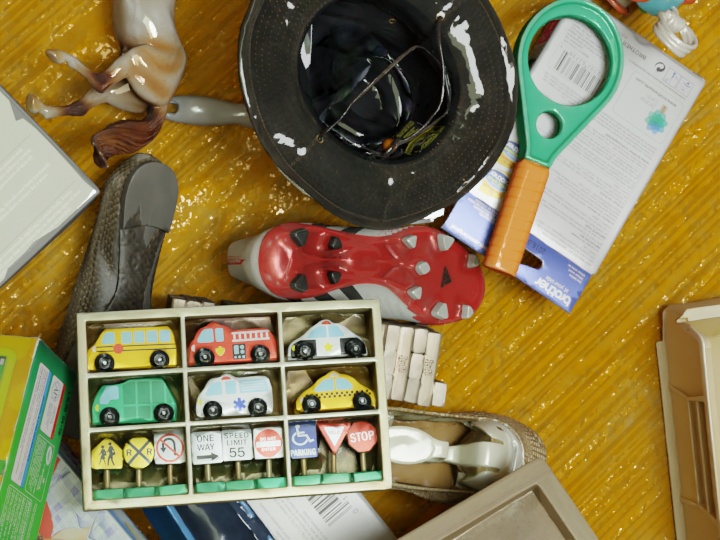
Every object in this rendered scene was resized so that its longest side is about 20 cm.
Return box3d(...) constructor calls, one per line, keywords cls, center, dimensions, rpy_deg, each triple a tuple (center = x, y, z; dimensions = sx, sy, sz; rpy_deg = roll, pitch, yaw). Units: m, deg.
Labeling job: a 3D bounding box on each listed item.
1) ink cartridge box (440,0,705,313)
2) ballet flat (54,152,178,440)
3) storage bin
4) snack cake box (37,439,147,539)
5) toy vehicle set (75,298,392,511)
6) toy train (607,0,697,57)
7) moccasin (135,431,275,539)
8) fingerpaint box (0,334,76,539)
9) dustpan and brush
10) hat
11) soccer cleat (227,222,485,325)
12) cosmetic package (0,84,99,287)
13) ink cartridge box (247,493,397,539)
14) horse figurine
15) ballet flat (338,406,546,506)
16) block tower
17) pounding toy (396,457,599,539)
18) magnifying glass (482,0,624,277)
box3d(cls="ink cartridge box", center=(0.149, -0.084, 1.167), dimensions=(0.119, 0.042, 0.201), rpy_deg=(32, 80, -12))
box3d(cls="ballet flat", center=(-0.174, 0.016, 1.110), dimensions=(0.067, 0.046, 0.201), rpy_deg=(9, 98, -44))
box3d(cls="storage bin", center=(0.334, 0.115, 1.196), dimensions=(0.199, 0.094, 0.200), rpy_deg=(-8, 95, -11))
box3d(cls="snack cake box", center=(-0.200, 0.201, 1.068), dimensions=(0.115, 0.067, 0.200), rpy_deg=(-41, 80, -5))
box3d(cls="toy vehicle set", center=(-0.082, 0.086, 1.045), dimensions=(0.199, 0.027, 0.125), rpy_deg=(-3, 80, -13))
box3d(cls="toy train", center=(0.149, -0.223, 1.130), dimensions=(0.200, 0.056, 0.151), rpy_deg=(38, 41, -13))
box3d(cls="moccasin", center=(-0.110, 0.143, 1.085), dimensions=(0.068, 0.080, 0.201), rpy_deg=(-28, 87, -27))
box3d(cls="fingerpaint box", center=(-0.285, 0.140, 1.009), dimensions=(0.166, 0.073, 0.201), rpy_deg=(4, 67, 14))
box3d(cls="dustpan and brush", center=(-0.041, -0.107, 1.129), dimensions=(0.199, 0.057, 0.140), rpy_deg=(4, 89, -19))
box3d(cls="hat", center=(0.003, -0.130, 1.072), dimensions=(0.199, 0.081, 0.202), rpy_deg=(-4, 100, -21))
box3d(cls="soccer cleat", center=(0.000, 0.000, 1.133), dimensions=(0.199, 0.085, 0.069), rpy_deg=(6, 88, -37))
box3d(cls="cosmetic package", center=(-0.275, -0.088, 1.058), dimensions=(0.107, 0.090, 0.200), rpy_deg=(-42, 98, -7))
box3d(cls="ink cartridge box", center=(-0.046, 0.240, 1.146), dimensions=(0.176, 0.045, 0.200), rpy_deg=(-39, 100, -8))
box3d(cls="horse figurine", center=(-0.158, -0.164, 1.084), dimensions=(0.132, 0.050, 0.201), rpy_deg=(1, 86, -41))
box3d(cls="ballet flat", center=(0.057, 0.130, 1.130), dimensions=(0.199, 0.065, 0.071), rpy_deg=(5, 83, -27))
box3d(cls="block tower", center=(-0.039, 0.055, 1.132), dimensions=(0.199, 0.054, 0.058), rpy_deg=(9, 92, -13))
box3d(cls="pounding toy", center=(0.111, 0.251, 1.101), dimensions=(0.199, 0.142, 0.185), rpy_deg=(-26, 71, -24))
box3d(cls="magnifying glass", center=(0.128, -0.094, 1.132), dimensions=(0.079, 0.022, 0.201), rpy_deg=(20, 85, -12))
